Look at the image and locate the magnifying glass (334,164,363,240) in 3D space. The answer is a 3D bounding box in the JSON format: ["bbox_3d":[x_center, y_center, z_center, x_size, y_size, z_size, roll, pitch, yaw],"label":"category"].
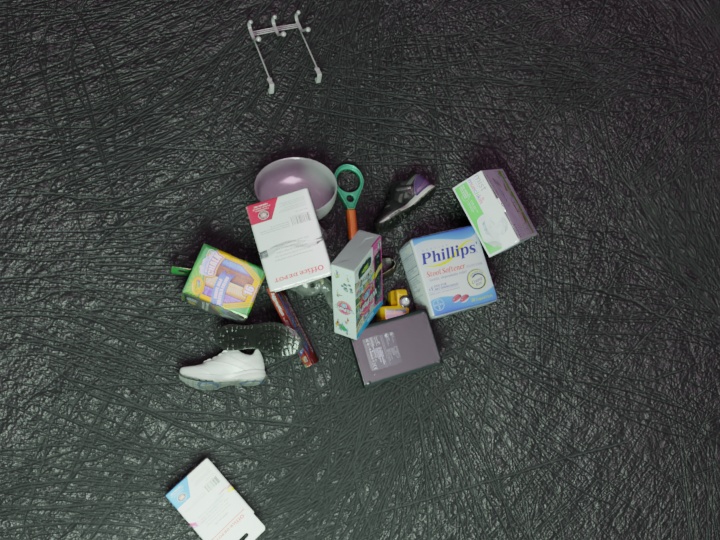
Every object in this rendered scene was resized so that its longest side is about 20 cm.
[{"bbox_3d":[-0.026,-0.175,1.770,0.079,0.022,0.201,-2,78,-15],"label":"magnifying glass"}]

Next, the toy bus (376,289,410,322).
[{"bbox_3d":[0.084,0.149,1.699,0.078,0.065,0.201,-2,78,-13],"label":"toy bus"}]

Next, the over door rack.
[{"bbox_3d":[-0.194,-0.574,1.797,0.147,0.067,0.201,-17,82,-16],"label":"over door rack"}]

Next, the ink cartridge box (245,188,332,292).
[{"bbox_3d":[-0.155,-0.064,1.551,0.145,0.083,0.201,-17,87,-1],"label":"ink cartridge box"}]

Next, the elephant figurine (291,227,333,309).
[{"bbox_3d":[-0.141,-0.001,1.640,0.141,0.155,0.201,12,72,-47],"label":"elephant figurine"}]

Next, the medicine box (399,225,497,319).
[{"bbox_3d":[0.219,0.009,1.746,0.181,0.103,0.201,-13,81,-17],"label":"medicine box"}]

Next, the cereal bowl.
[{"bbox_3d":[-0.157,-0.180,1.689,0.199,0.083,0.201,3,52,-3],"label":"cereal bowl"}]

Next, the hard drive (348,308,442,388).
[{"bbox_3d":[0.082,0.182,1.639,0.199,0.033,0.140,-15,80,-13],"label":"hard drive"}]

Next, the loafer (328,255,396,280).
[{"bbox_3d":[0.000,0.000,1.708,0.199,0.071,0.073,-20,83,-18],"label":"loafer"}]

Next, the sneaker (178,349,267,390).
[{"bbox_3d":[-0.314,0.224,1.587,0.199,0.075,0.087,0,65,-21],"label":"sneaker"}]

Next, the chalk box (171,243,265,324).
[{"bbox_3d":[-0.334,0.026,1.591,0.199,0.124,0.124,25,73,-9],"label":"chalk box"}]

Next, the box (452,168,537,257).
[{"bbox_3d":[0.348,-0.151,1.771,0.176,0.097,0.201,-19,81,-60],"label":"box"}]

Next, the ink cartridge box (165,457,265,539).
[{"bbox_3d":[-0.314,0.522,1.509,0.115,0.068,0.200,-40,89,-19],"label":"ink cartridge box"}]

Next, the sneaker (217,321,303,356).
[{"bbox_3d":[-0.218,0.150,1.582,0.199,0.088,0.076,5,90,15],"label":"sneaker"}]

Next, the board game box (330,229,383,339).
[{"bbox_3d":[-0.005,0.033,1.587,0.064,0.201,0.148,16,42,21],"label":"board game box"}]

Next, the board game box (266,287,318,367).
[{"bbox_3d":[-0.157,0.130,1.624,0.019,0.103,0.201,-27,85,3],"label":"board game box"}]

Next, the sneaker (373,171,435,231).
[{"bbox_3d":[0.093,-0.179,1.777,0.200,0.076,0.088,-37,75,-24],"label":"sneaker"}]
